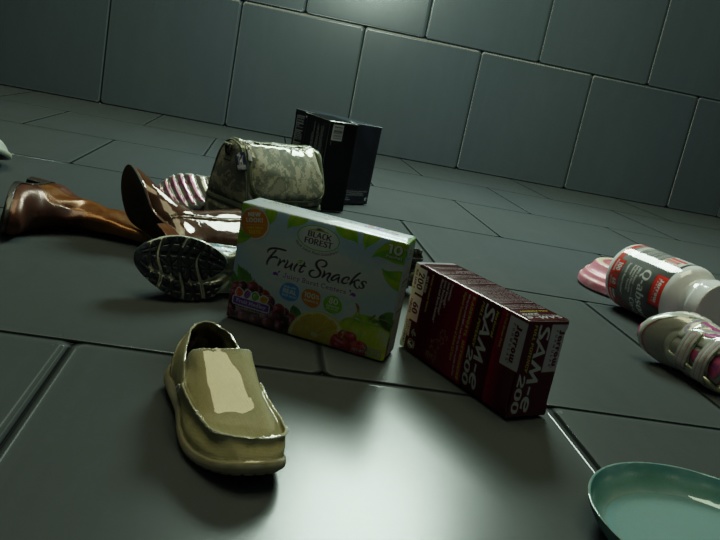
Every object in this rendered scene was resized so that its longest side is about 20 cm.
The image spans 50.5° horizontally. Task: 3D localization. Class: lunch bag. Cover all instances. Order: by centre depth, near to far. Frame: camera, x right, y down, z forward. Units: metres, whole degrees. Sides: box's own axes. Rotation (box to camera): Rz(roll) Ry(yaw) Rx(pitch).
[{"bbox_3d":[-0.164,-0.143,1.330,0.139,0.168,0.200,23,19,40],"label":"lunch bag"}]

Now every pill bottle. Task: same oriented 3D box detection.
[{"bbox_3d":[0.515,0.036,1.271,0.116,0.116,0.200,5,15,-25],"label":"pill bottle"}]

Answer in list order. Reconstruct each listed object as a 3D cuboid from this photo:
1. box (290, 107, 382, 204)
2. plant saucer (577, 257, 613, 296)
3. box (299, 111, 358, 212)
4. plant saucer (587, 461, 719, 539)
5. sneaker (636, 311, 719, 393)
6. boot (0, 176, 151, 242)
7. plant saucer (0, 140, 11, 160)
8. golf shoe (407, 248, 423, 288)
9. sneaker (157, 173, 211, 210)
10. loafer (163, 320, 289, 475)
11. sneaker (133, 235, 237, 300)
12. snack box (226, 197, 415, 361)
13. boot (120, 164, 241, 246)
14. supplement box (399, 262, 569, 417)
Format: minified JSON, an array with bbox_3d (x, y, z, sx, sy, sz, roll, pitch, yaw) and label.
[{"bbox_3d":[-0.070,-0.284,1.896,0.200,0.199,0.123,23,19,38],"label":"box"},{"bbox_3d":[0.527,0.019,1.483,0.200,0.051,0.201,11,13,-3],"label":"plant saucer"},{"bbox_3d":[-0.083,-0.248,1.738,0.079,0.200,0.141,2,18,-31],"label":"box"},{"bbox_3d":[0.272,0.209,0.584,0.200,0.027,0.200,11,15,-3],"label":"plant saucer"},{"bbox_3d":[0.461,0.111,1.005,0.200,0.082,0.088,19,15,32],"label":"sneaker"},{"bbox_3d":[-0.408,-0.067,1.119,0.200,0.069,0.188,19,9,-11],"label":"boot"},{"bbox_3d":[-0.764,-0.260,1.448,0.200,0.050,0.200,10,-4,1],"label":"plant saucer"},{"bbox_3d":[0.000,0.000,1.139,0.200,0.077,0.088,5,-5,-33],"label":"golf shoe"},{"bbox_3d":[-0.282,-0.136,1.422,0.200,0.089,0.081,-13,64,-18],"label":"sneaker"},{"bbox_3d":[-0.116,0.098,0.625,0.076,0.068,0.200,2,17,-32],"label":"loafer"},{"bbox_3d":[-0.200,-0.001,0.981,0.200,0.078,0.086,9,0,-37],"label":"sneaker"},{"bbox_3d":[-0.047,0.007,0.885,0.200,0.142,0.053,14,14,13],"label":"snack box"},{"bbox_3d":[-0.250,-0.090,1.180,0.200,0.064,0.187,-9,58,-46],"label":"boot"},{"bbox_3d":[0.129,0.070,0.849,0.061,0.109,0.200,1,16,-33],"label":"supplement box"}]
